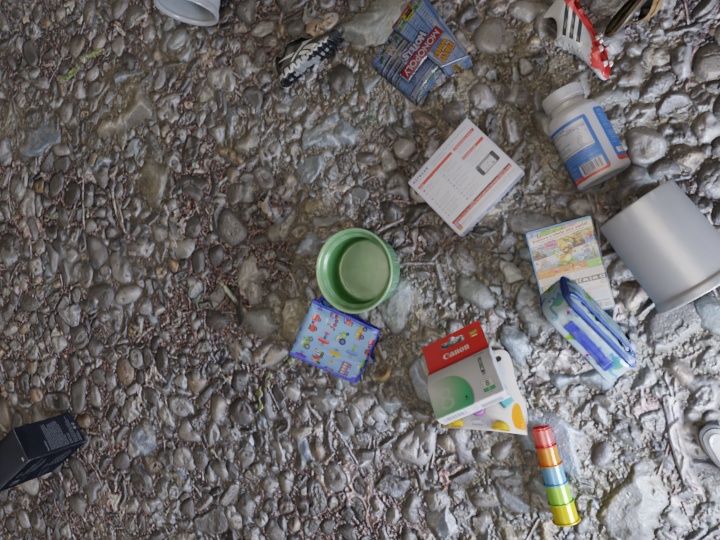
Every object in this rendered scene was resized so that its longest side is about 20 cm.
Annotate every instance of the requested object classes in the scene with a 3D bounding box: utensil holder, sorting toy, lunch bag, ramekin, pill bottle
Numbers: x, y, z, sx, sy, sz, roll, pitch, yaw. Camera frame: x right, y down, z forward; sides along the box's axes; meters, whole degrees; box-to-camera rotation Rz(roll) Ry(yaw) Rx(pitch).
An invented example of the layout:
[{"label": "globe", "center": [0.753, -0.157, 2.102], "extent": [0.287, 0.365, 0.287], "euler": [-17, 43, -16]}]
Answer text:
[{"label": "utensil holder", "center": [-0.449, -0.792, 1.432], "extent": [0.168, 0.170, 0.203], "euler": [11, 92, 21]}, {"label": "utensil holder", "center": [0.588, -0.047, 1.024], "extent": [0.169, 0.170, 0.201], "euler": [-36, 76, 18]}, {"label": "sorting toy", "center": [0.271, 0.268, 1.209], "extent": [0.198, 0.107, 0.182], "euler": [-3, 71, 22]}, {"label": "lunch bag", "center": [0.452, 0.115, 1.068], "extent": [0.200, 0.161, 0.082], "euler": [45, 115, 1]}, {"label": "lunch bag", "center": [-0.053, 0.179, 1.338], "extent": [0.198, 0.094, 0.152], "euler": [26, 98, 10]}, {"label": "ramekin", "center": [0.000, 0.000, 1.300], "extent": [0.198, 0.098, 0.203], "euler": [0, 90, 22]}, {"label": "pill bottle", "center": [0.458, -0.279, 1.104], "extent": [0.111, 0.112, 0.202], "euler": [-26, 81, 20]}]

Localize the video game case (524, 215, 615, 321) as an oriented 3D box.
[{"label": "video game case", "center": [0.451, -0.003, 1.160], "extent": [0.142, 0.018, 0.202], "euler": [-15, 85, 22]}]

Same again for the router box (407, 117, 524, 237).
[{"label": "router box", "center": [0.240, -0.211, 1.226], "extent": [0.200, 0.049, 0.180], "euler": [-46, 74, 16]}]

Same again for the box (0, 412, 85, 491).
[{"label": "box", "center": [-1.015, 0.562, 1.666], "extent": [0.196, 0.200, 0.118], "euler": [-40, 77, 17]}]

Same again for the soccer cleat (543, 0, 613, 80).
[{"label": "soccer cleat", "center": [0.459, -0.483, 1.130], "extent": [0.085, 0.068, 0.202], "euler": [-28, 89, 45]}]

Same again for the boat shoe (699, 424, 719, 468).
[{"label": "boat shoe", "center": [0.742, 0.382, 1.018], "extent": [0.200, 0.067, 0.074], "euler": [45, 106, 16]}]

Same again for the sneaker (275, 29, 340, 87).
[{"label": "sneaker", "center": [-0.144, -0.565, 1.370], "extent": [0.199, 0.066, 0.091], "euler": [-31, 82, 22]}]

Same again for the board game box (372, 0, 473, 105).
[{"label": "board game box", "center": [0.152, -0.504, 1.253], "extent": [0.200, 0.062, 0.200], "euler": [44, 106, 17]}]

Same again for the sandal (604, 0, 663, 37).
[{"label": "sandal", "center": [0.585, -0.546, 1.079], "extent": [0.200, 0.082, 0.055], "euler": [-44, 97, 10]}]

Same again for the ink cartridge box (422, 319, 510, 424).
[{"label": "ink cartridge box", "center": [0.219, 0.216, 1.185], "extent": [0.160, 0.050, 0.202], "euler": [-29, 50, 17]}]

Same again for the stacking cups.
[{"label": "stacking cups", "center": [0.419, 0.439, 1.155], "extent": [0.060, 0.060, 0.203], "euler": [-14, 85, 21]}]
